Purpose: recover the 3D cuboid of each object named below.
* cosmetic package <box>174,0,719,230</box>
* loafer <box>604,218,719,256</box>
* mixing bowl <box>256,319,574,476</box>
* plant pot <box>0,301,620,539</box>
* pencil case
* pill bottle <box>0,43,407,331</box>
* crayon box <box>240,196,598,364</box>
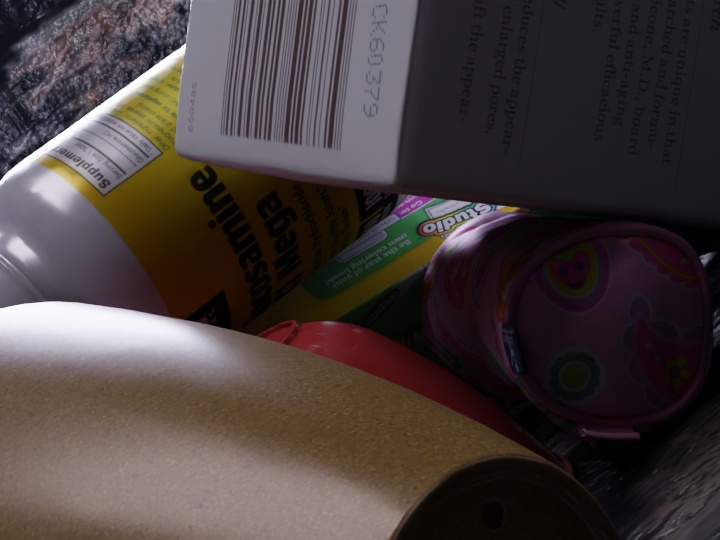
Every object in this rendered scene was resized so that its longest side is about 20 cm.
[{"bbox_3d":[0.060,-0.108,0.938,0.200,0.165,0.165,5,3,-34],"label":"cosmetic package"},{"bbox_3d":[0.167,-0.042,1.016,0.071,0.073,0.200,-45,1,-30],"label":"loafer"},{"bbox_3d":[-0.031,0.090,0.909,0.200,0.108,0.200,-37,7,5],"label":"mixing bowl"},{"bbox_3d":[-0.028,0.096,0.658,0.200,0.187,0.186,-6,28,51],"label":"plant pot"},{"bbox_3d":[0.077,0.019,0.956,0.087,0.088,0.200,-37,8,-5],"label":"pencil case"},{"bbox_3d":[-0.081,-0.021,1.026,0.200,0.113,0.112,-38,7,-21],"label":"pill bottle"},{"bbox_3d":[0.000,0.000,1.104,0.200,0.058,0.119,-31,37,-14],"label":"crayon box"}]
